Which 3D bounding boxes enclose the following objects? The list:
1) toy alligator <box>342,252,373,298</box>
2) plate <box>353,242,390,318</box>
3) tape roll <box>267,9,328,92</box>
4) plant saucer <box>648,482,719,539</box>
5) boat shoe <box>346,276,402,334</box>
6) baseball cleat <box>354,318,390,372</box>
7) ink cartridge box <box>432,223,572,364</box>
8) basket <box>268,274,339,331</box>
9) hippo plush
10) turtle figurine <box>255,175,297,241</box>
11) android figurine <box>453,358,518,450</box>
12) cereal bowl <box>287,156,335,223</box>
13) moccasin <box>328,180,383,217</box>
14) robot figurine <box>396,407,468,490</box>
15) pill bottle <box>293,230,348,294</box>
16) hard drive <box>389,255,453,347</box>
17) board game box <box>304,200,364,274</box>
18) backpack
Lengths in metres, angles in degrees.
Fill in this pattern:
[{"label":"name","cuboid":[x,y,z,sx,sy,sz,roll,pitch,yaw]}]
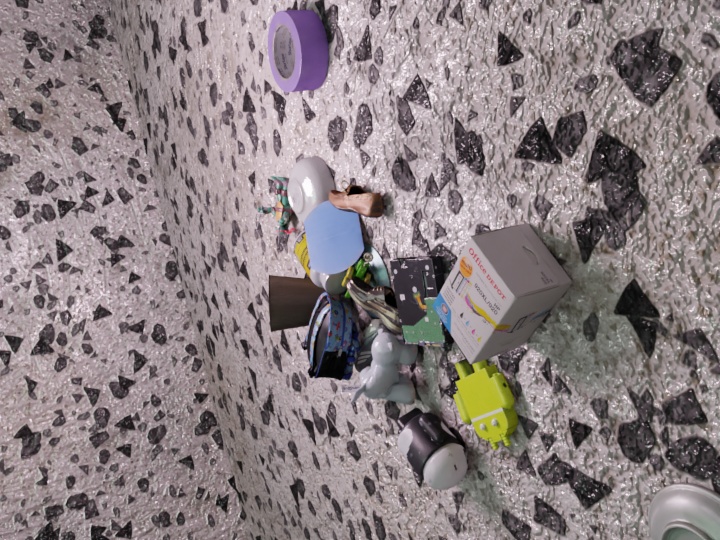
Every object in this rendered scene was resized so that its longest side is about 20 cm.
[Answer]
[{"label":"toy alligator","cuboid":[0.000,0.000,1.675,0.201,0.058,0.055,118,170,-50]},{"label":"plate","cuboid":[0.015,0.029,1.734,0.199,0.025,0.204,31,127,52]},{"label":"tape roll","cuboid":[-0.166,-0.576,1.728,0.199,0.084,0.204,34,131,50]},{"label":"plant saucer","cuboid":[0.521,0.433,1.008,0.199,0.049,0.204,33,130,50]},{"label":"boat shoe","cuboid":[0.055,0.071,1.618,0.199,0.074,0.074,37,117,13]},{"label":"baseball cleat","cuboid":[0.037,0.224,1.738,0.107,0.069,0.202,48,143,33]},{"label":"ink cartridge box","cuboid":[0.254,0.041,1.204,0.148,0.142,0.202,58,145,30]},{"label":"basket","cuboid":[-0.159,0.091,1.859,0.137,0.196,0.183,-97,8,-46]},{"label":"hippo plush","cuboid":[0.056,0.225,1.615,0.159,0.196,0.164,-148,68,-66]},{"label":"turtle figurine","cuboid":[-0.254,-0.187,2.035,0.148,0.100,0.204,12,98,42]},{"label":"android figurine","cuboid":[0.265,0.279,1.395,0.182,0.040,0.203,-41,65,58]},{"label":"cereal bowl","cuboid":[-0.150,-0.217,1.857,0.199,0.082,0.204,32,129,50]},{"label":"moccasin","cuboid":[-0.015,-0.184,1.647,0.201,0.072,0.079,24,114,58]},{"label":"robot figurine","cuboid":[0.167,0.418,1.545,0.126,0.149,0.200,-53,46,8]},{"label":"pill bottle","cuboid":[-0.102,-0.024,1.812,0.200,0.110,0.114,50,142,46]},{"label":"hard drive","cuboid":[0.140,0.070,1.500,0.138,0.037,0.204,-3,99,50]},{"label":"board game box","cuboid":[-0.064,-0.086,1.737,0.155,0.039,0.204,-16,72,17]},{"label":"backpack","cuboid":[-0.071,0.168,1.746,0.183,0.132,0.204,-117,38,-64]}]
